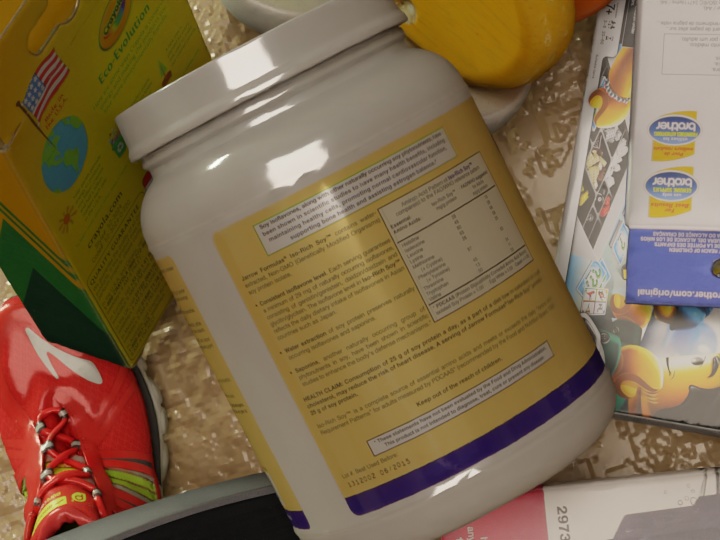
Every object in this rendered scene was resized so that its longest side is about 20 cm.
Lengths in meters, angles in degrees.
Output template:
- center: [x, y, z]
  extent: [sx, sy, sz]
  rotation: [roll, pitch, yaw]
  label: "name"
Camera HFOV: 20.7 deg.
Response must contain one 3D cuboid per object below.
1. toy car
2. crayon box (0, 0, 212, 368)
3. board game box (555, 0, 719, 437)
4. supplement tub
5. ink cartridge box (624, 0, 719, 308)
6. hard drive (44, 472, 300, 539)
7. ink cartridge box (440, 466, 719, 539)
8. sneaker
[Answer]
- center: [0.031, -0.171, 0.868]
  extent: [0.200, 0.175, 0.150]
  rotation: [37, 55, 17]
  label: "toy car"
- center: [-0.116, -0.065, 0.831]
  extent: [0.051, 0.200, 0.127]
  rotation: [17, 62, 23]
  label: "crayon box"
- center: [0.155, -0.029, 0.876]
  extent: [0.126, 0.035, 0.201]
  rotation: [9, 85, 11]
  label: "board game box"
- center: [0.000, 0.000, 0.797]
  extent: [0.145, 0.145, 0.201]
  rotation: [-26, 95, 7]
  label: "supplement tub"
- center: [0.176, -0.080, 0.836]
  extent: [0.119, 0.042, 0.201]
  rotation: [2, 81, 17]
  label: "ink cartridge box"
- center: [-0.054, 0.157, 0.839]
  extent: [0.199, 0.042, 0.135]
  rotation: [-14, 79, -27]
  label: "hard drive"
- center: [0.142, 0.157, 0.831]
  extent: [0.199, 0.084, 0.145]
  rotation: [-7, 82, 9]
  label: "ink cartridge box"
- center: [-0.124, 0.100, 0.889]
  extent: [0.077, 0.085, 0.201]
  rotation: [-22, 80, 7]
  label: "sneaker"
